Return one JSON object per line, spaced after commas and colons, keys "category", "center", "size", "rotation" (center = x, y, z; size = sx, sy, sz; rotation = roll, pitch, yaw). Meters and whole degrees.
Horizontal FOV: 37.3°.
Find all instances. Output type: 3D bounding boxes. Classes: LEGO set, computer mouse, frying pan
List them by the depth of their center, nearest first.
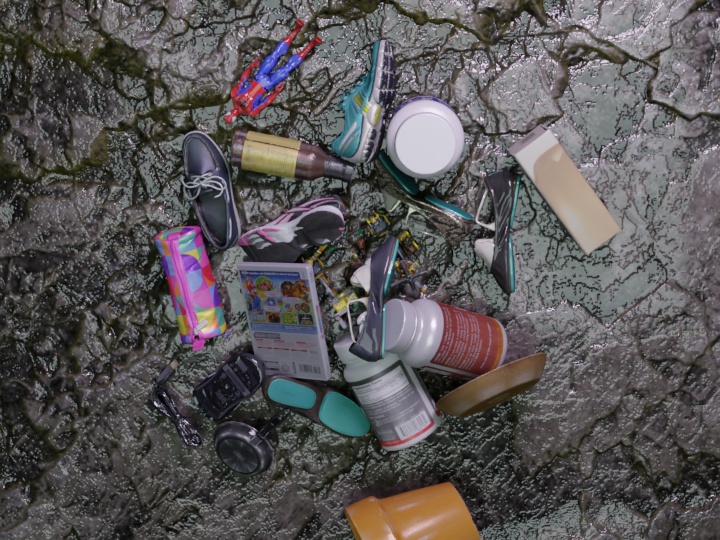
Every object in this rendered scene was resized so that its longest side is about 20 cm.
{"category": "LEGO set", "center": [0.000, 0.000, 1.734], "size": [0.200, 0.116, 0.154], "rotation": [-26, 100, 7]}
{"category": "frying pan", "center": [-0.174, 0.301, 1.817], "size": [0.190, 0.031, 0.115], "rotation": [-15, 114, 33]}
{"category": "computer mouse", "center": [-0.261, 0.193, 1.830], "size": [0.200, 0.046, 0.140], "rotation": [-45, 85, 10]}

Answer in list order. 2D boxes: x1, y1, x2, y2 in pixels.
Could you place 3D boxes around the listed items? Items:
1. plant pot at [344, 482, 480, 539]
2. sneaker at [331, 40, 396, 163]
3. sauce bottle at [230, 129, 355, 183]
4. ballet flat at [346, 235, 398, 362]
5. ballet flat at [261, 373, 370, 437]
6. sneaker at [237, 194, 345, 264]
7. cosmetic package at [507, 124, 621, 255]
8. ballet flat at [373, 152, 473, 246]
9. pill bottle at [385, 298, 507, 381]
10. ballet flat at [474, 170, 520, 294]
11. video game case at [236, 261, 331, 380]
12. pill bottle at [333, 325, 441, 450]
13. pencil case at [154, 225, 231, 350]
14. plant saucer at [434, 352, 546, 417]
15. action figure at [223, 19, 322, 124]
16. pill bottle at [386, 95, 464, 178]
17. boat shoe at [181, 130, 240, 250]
{"category": "plant pot", "center": [0.097, 0.454, 1.805], "size": [0.183, 0.200, 0.200], "rotation": [-25, 101, -9]}
{"category": "sneaker", "center": [0.004, -0.271, 1.694], "size": [0.080, 0.078, 0.200], "rotation": [16, 91, 19]}
{"category": "sauce bottle", "center": [-0.109, -0.179, 1.727], "size": [0.200, 0.065, 0.065], "rotation": [13, 103, 0]}
{"category": "ballet flat", "center": [0.015, 0.041, 1.654], "size": [0.073, 0.073, 0.200], "rotation": [8, 83, 1]}
{"category": "ballet flat", "center": [-0.076, 0.222, 1.807], "size": [0.200, 0.068, 0.068], "rotation": [28, 82, -15]}
{"category": "sneaker", "center": [-0.103, -0.067, 1.750], "size": [0.200, 0.086, 0.080], "rotation": [-14, 118, 26]}
{"category": "cosmetic package", "center": [0.324, -0.130, 1.701], "size": [0.071, 0.105, 0.200], "rotation": [-36, 100, 9]}
{"category": "ballet flat", "center": [0.087, -0.106, 1.726], "size": [0.200, 0.068, 0.075], "rotation": [36, 110, 5]}
{"category": "pill bottle", "center": [0.128, 0.109, 1.720], "size": [0.200, 0.112, 0.112], "rotation": [17, 104, -29]}
{"category": "ballet flat", "center": [0.221, -0.062, 1.736], "size": [0.068, 0.068, 0.200], "rotation": [3, 93, 10]}
{"category": "video game case", "center": [-0.126, 0.083, 1.767], "size": [0.143, 0.018, 0.200], "rotation": [2, 111, 31]}
{"category": "pill bottle", "center": [0.043, 0.188, 1.776], "size": [0.114, 0.114, 0.200], "rotation": [-27, 100, 8]}
{"category": "pencil case", "center": [-0.279, 0.026, 1.769], "size": [0.088, 0.088, 0.200], "rotation": [-13, 100, 5]}
{"category": "plant saucer", "center": [0.218, 0.192, 1.727], "size": [0.200, 0.200, 0.035], "rotation": [-27, 74, 8]}
{"category": "action figure", "center": [-0.149, -0.310, 1.711], "size": [0.065, 0.052, 0.200], "rotation": [42, 103, -10]}
{"category": "pill bottle", "center": [0.099, -0.204, 1.644], "size": [0.120, 0.200, 0.120], "rotation": [0, 102, 2]}
{"category": "boat shoe", "center": [-0.249, -0.129, 1.745], "size": [0.075, 0.062, 0.200], "rotation": [-10, 101, 7]}
